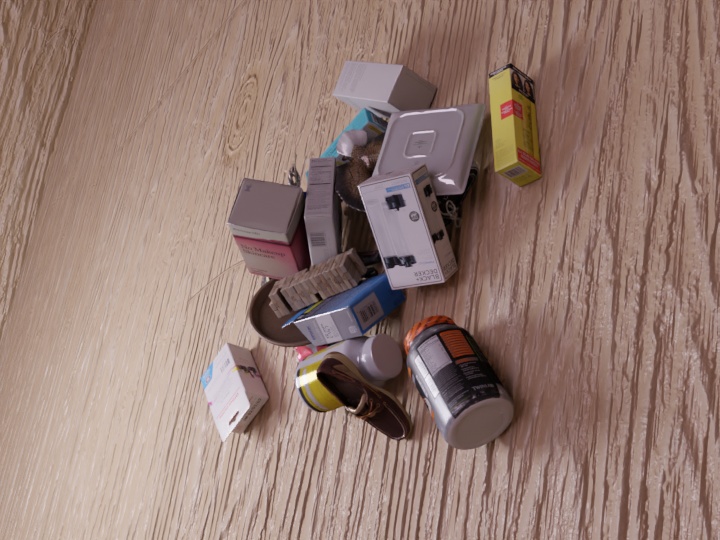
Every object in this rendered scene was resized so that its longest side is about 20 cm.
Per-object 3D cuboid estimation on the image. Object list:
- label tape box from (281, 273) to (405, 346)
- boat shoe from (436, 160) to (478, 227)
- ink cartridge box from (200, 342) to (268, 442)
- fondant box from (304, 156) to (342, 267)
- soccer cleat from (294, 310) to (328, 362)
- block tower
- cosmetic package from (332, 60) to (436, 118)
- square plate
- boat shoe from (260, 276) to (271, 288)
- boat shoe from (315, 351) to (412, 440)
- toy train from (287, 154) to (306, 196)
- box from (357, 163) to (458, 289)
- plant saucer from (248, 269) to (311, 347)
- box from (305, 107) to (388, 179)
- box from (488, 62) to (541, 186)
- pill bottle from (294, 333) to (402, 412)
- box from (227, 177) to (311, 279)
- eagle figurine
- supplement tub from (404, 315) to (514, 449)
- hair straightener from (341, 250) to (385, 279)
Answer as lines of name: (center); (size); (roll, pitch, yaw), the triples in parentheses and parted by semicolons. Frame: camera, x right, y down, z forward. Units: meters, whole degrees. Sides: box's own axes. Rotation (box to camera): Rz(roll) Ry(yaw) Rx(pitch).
label tape box: (-0.033, 0.078, 1.636); (0.199, 0.143, 0.067); (-20, 102, 46)
boat shoe: (0.148, -0.109, 1.564); (0.199, 0.073, 0.068); (-45, 51, 17)
ink cartridge box: (-0.269, 0.268, 1.884); (0.116, 0.067, 0.201); (-52, 40, 19)
fondant box: (-0.071, -0.110, 1.732); (0.057, 0.146, 0.201); (-3, 40, 4)
soccer cleat: (-0.106, 0.109, 1.780); (0.076, 0.067, 0.201); (-28, 48, 14)
block tower: (-0.087, 0.026, 1.674); (0.198, 0.054, 0.058); (-24, 24, 26)
cosmetic package: (0.047, -0.365, 1.781); (0.199, 0.107, 0.086); (20, 87, 50)
square plate: (0.115, -0.221, 1.569); (0.198, 0.028, 0.200); (0, 58, 31)
boat shoe: (-0.192, 0.051, 1.894); (0.064, 0.073, 0.202); (-31, 51, 30)
boat shoe: (0.003, 0.226, 1.488); (0.072, 0.200, 0.072); (-44, 3, 26)
toy train: (-0.154, -0.150, 1.905); (0.115, 0.084, 0.203); (-168, 76, -65)
box: (0.084, -0.074, 1.524); (0.116, 0.060, 0.202); (-8, 108, 34)
plant saucer: (-0.126, 0.079, 1.753); (0.197, 0.030, 0.202); (-5, 47, 5)
box: (-0.022, -0.239, 1.822); (0.200, 0.082, 0.049); (-44, 40, 27)
box: (0.264, -0.250, 1.493); (0.050, 0.075, 0.202); (-22, 56, 41)
pill bottle: (-0.020, 0.184, 1.592); (0.199, 0.111, 0.113); (-27, 54, 40)
box: (-0.171, -0.076, 1.733); (0.126, 0.201, 0.110); (10, 63, 13)
eagle figurine: (0.026, -0.193, 1.689); (0.200, 0.149, 0.154); (-122, 39, -80)
supplement tub: (0.150, 0.173, 1.386); (0.123, 0.122, 0.201); (-51, 40, 20)
hair straightener: (0.000, 0.000, 1.724); (0.199, 0.041, 0.078); (-2, 72, 45)
